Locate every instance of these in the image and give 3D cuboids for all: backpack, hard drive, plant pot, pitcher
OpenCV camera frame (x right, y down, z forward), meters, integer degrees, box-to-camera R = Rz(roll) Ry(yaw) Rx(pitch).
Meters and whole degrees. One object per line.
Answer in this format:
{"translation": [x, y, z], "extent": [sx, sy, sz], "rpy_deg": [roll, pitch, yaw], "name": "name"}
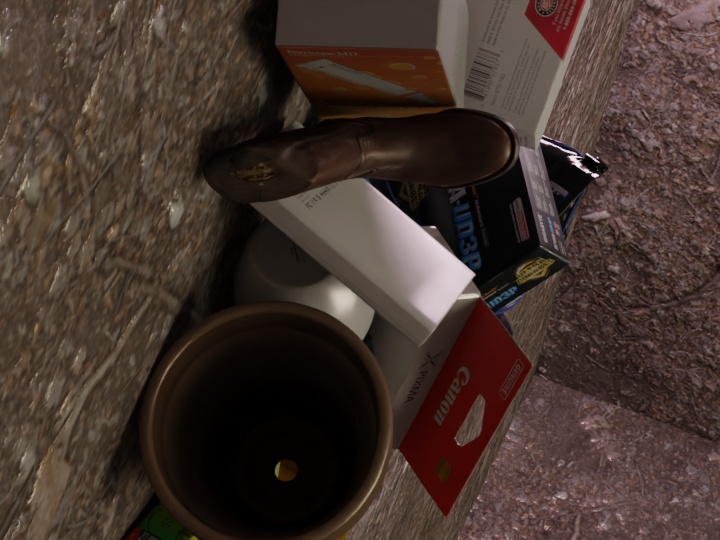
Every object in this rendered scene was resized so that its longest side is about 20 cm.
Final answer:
{"translation": [0.121, -0.055, 1.784], "extent": [0.154, 0.199, 0.191], "rpy_deg": [110, 5, -63], "name": "backpack"}
{"translation": [-0.005, -0.033, 1.422], "extent": [0.027, 0.200, 0.132], "rpy_deg": [-51, 178, 28], "name": "hard drive"}
{"translation": [-0.069, 0.143, 1.424], "extent": [0.175, 0.200, 0.201], "rpy_deg": [81, 31, -72], "name": "plant pot"}
{"translation": [-0.050, 0.016, 1.528], "extent": [0.200, 0.121, 0.172], "rpy_deg": [83, -9, -57], "name": "pitcher"}

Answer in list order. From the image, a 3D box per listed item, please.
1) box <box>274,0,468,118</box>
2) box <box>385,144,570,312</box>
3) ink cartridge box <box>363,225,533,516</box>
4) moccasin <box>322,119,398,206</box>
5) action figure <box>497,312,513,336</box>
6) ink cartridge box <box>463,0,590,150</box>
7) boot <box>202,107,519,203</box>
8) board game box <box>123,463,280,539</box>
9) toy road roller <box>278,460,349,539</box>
{"translation": [0.014, -0.189, 1.368], "extent": [0.200, 0.124, 0.098], "rpy_deg": [51, 42, -76], "name": "box"}
{"translation": [0.103, -0.052, 1.627], "extent": [0.159, 0.046, 0.201], "rpy_deg": [-34, -133, 30], "name": "box"}
{"translation": [0.054, 0.091, 1.549], "extent": [0.045, 0.176, 0.200], "rpy_deg": [-4, 135, -35], "name": "ink cartridge box"}
{"translation": [-0.001, -0.092, 1.622], "extent": [0.200, 0.080, 0.068], "rpy_deg": [90, 9, -69], "name": "moccasin"}
{"translation": [0.061, 0.088, 1.856], "extent": [0.199, 0.070, 0.130], "rpy_deg": [-18, 158, -32], "name": "action figure"}
{"translation": [0.084, -0.209, 1.530], "extent": [0.083, 0.199, 0.146], "rpy_deg": [42, 69, -82], "name": "ink cartridge box"}
{"translation": [0.002, -0.084, 1.334], "extent": [0.200, 0.186, 0.065], "rpy_deg": [-16, 103, -61], "name": "boot"}
{"translation": [-0.140, 0.224, 1.536], "extent": [0.200, 0.047, 0.102], "rpy_deg": [-47, 155, -48], "name": "board game box"}
{"translation": [-0.045, 0.187, 1.721], "extent": [0.146, 0.123, 0.200], "rpy_deg": [-64, 173, 27], "name": "toy road roller"}
